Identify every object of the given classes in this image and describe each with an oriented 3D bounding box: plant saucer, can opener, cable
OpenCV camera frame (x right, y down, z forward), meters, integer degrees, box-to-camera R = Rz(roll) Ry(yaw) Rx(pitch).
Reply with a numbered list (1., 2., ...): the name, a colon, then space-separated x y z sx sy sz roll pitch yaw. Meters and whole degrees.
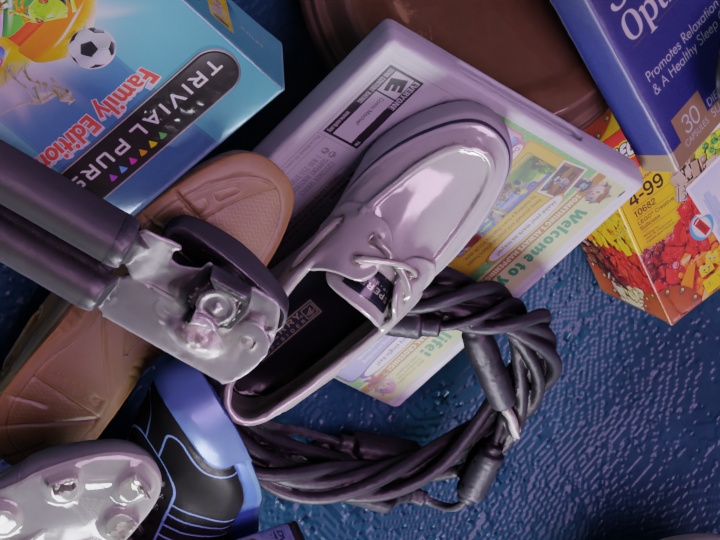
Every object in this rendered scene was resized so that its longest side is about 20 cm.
1. plant saucer: 0.065 -0.157 1.503 0.199 0.029 0.201 1 85 -16
2. can opener: -0.126 -0.016 1.381 0.199 0.067 0.053 31 116 -8
3. cable: 0.011 0.060 1.537 0.199 0.051 0.163 22 124 -30

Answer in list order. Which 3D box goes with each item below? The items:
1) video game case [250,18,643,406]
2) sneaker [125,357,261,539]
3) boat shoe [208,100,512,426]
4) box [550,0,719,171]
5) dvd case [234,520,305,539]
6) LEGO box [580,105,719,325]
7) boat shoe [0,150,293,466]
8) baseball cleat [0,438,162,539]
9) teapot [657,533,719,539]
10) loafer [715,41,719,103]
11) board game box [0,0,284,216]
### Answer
1. video game case: 0.016 -0.025 1.506 0.182 0.022 0.200 27 123 -34
2. sneaker: -0.097 0.114 1.470 0.078 0.070 0.200 -27 152 -13
3. boat shoe: 0.000 0.000 1.441 0.200 0.066 0.072 -39 115 11
4. box: 0.144 -0.165 1.488 0.121 0.032 0.200 -47 119 -27
5. dvd case: -0.135 0.189 1.489 0.199 0.143 0.018 -17 70 -26
6. LEGO box: 0.200 -0.092 1.619 0.200 0.077 0.149 -37 120 -16
7. boat shoe: -0.116 0.011 1.455 0.200 0.069 0.074 -45 114 6
8. baseball cleat: -0.191 0.121 1.427 0.199 0.107 0.070 -28 123 7
9. teapot: 0.178 0.254 1.685 0.199 0.146 0.198 28 61 -18
10. loafer: 0.263 -0.118 1.529 0.200 0.072 0.073 -19 117 -43
11. board game box: -0.158 -0.111 1.366 0.151 0.047 0.200 -39 119 20
